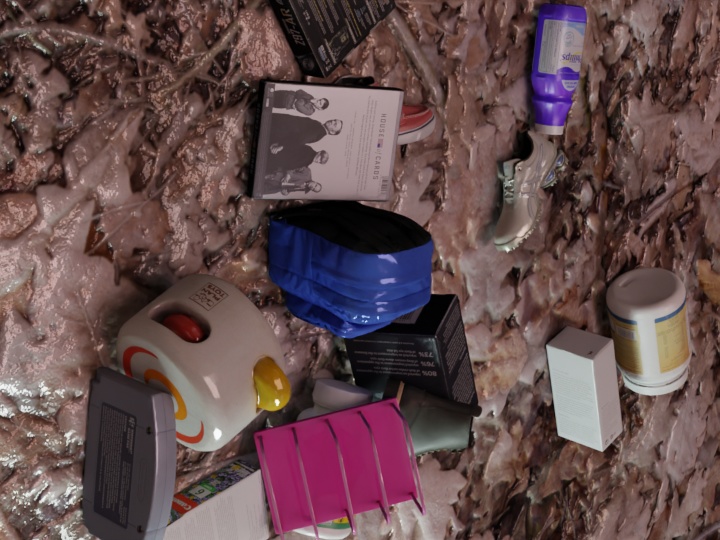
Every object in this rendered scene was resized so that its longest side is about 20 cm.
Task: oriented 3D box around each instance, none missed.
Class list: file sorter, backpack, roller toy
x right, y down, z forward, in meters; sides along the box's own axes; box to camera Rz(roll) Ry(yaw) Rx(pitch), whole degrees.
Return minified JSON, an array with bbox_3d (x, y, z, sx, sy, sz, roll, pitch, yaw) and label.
[{"bbox_3d":[-0.026,0.265,1.581,0.197,0.125,0.141,-13,96,-6],"label":"file sorter"},{"bbox_3d":[0.000,0.000,1.599,0.162,0.199,0.170,-21,117,-42],"label":"backpack"},{"bbox_3d":[-0.183,0.104,1.443,0.140,0.199,0.183,-40,101,-33],"label":"roller toy"}]

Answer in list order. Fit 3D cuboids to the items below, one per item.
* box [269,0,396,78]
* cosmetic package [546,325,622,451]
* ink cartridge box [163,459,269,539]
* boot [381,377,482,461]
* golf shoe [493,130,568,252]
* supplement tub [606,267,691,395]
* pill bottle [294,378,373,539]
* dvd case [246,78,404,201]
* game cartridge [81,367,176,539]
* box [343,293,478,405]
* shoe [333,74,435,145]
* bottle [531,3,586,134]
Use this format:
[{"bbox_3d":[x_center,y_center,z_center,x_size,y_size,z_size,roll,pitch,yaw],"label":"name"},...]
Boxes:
[{"bbox_3d":[-0.047,-0.372,1.547,0.161,0.043,0.201,-49,133,-25],"label":"box"},{"bbox_3d":[0.399,0.210,2.174,0.071,0.101,0.202,-35,127,-35],"label":"cosmetic package"},{"bbox_3d":[-0.211,0.340,1.590,0.199,0.050,0.110,-25,119,-39],"label":"ink cartridge box"},{"bbox_3d":[0.086,0.251,1.708,0.078,0.136,0.202,-69,170,-48],"label":"boot"},{"bbox_3d":[0.246,-0.128,1.938,0.097,0.078,0.202,38,68,-29],"label":"golf shoe"},{"bbox_3d":[0.534,0.113,2.257,0.144,0.144,0.202,-37,128,-33],"label":"supplement tub"},{"bbox_3d":[-0.044,0.258,1.698,0.112,0.112,0.203,10,95,-48],"label":"pill bottle"},{"bbox_3d":[-0.044,-0.164,1.573,0.198,0.025,0.152,-1,109,-27],"label":"dvd case"},{"bbox_3d":[-0.270,0.227,1.428,0.041,0.132,0.203,-4,106,-45],"label":"game cartridge"},{"bbox_3d":[0.074,0.141,1.748,0.105,0.146,0.202,-56,141,-49],"label":"box"},{"bbox_3d":[0.028,-0.220,1.654,0.199,0.071,0.092,-20,122,-37],"label":"shoe"},{"bbox_3d":[0.309,-0.318,1.934,0.083,0.065,0.203,-7,107,-47],"label":"bottle"}]
